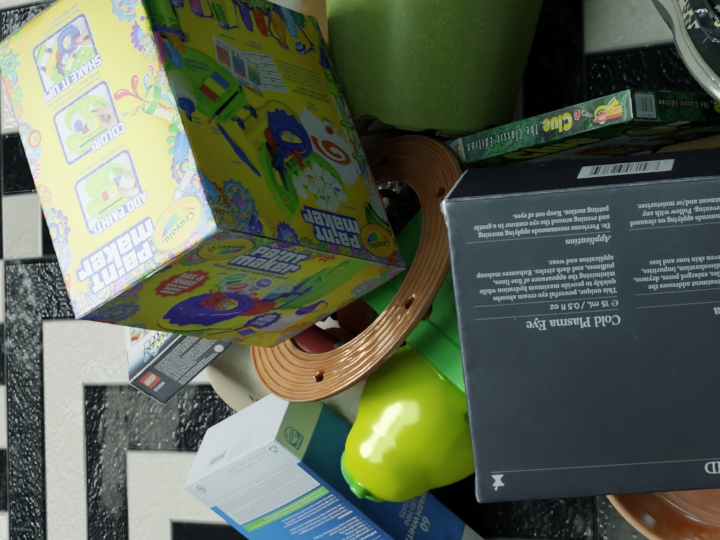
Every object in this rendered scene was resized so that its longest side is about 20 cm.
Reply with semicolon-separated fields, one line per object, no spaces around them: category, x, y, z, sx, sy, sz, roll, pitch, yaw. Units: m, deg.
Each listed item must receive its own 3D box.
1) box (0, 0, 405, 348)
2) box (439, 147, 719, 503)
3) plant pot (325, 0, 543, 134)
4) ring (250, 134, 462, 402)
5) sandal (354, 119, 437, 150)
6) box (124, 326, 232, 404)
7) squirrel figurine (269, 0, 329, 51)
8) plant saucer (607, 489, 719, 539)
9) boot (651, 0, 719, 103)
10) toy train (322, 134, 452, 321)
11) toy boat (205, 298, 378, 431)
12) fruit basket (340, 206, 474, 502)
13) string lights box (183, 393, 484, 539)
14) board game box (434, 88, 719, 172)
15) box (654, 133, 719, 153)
box;-0.098;-0.070;1.438;0.122;0.200;0.193;-31;67;27
box;0.159;0.029;1.335;0.199;0.104;0.183;-4;101;11
plant pot;0.049;-0.191;1.531;0.200;0.200;0.191;13;101;44
ring;0.000;0.000;1.519;0.200;0.019;0.201;-35;37;32
sandal;0.033;-0.158;1.642;0.081;0.055;0.201;13;85;11
box;-0.088;-0.008;1.593;0.200;0.035;0.110;-41;34;22
squirrel figurine;-0.065;-0.150;1.684;0.141;0.200;0.187;20;139;14
plant saucer;0.234;0.084;1.406;0.200;0.032;0.201;3;100;15
boot;0.257;-0.186;1.391;0.154;0.073;0.204;-55;37;27
toy train;0.017;-0.034;1.677;0.200;0.034;0.046;-47;47;35
toy boat;-0.013;0.062;1.653;0.200;0.131;0.131;31;67;23
fruit basket;0.079;0.071;1.517;0.215;0.155;0.216;-9;77;46
string lights box;-0.013;0.173;1.596;0.103;0.200;0.059;-29;28;40
board game box;0.147;-0.087;1.472;0.200;0.104;0.024;-12;78;56
box;0.245;-0.021;1.456;0.200;0.021;0.164;-36;65;39
